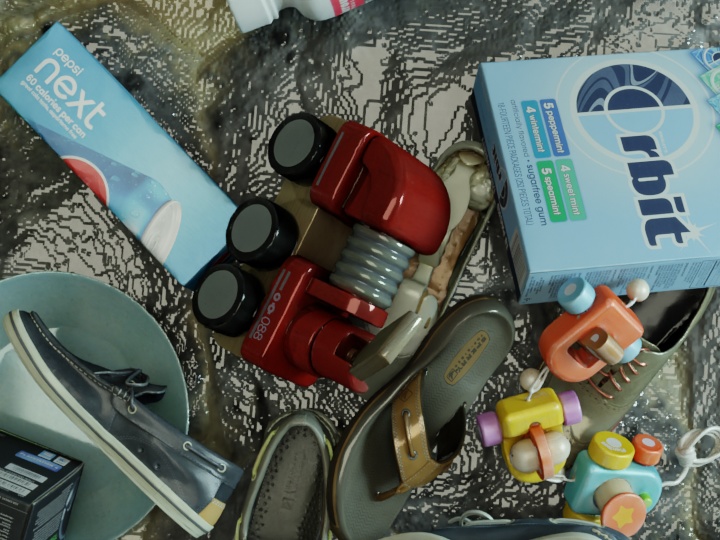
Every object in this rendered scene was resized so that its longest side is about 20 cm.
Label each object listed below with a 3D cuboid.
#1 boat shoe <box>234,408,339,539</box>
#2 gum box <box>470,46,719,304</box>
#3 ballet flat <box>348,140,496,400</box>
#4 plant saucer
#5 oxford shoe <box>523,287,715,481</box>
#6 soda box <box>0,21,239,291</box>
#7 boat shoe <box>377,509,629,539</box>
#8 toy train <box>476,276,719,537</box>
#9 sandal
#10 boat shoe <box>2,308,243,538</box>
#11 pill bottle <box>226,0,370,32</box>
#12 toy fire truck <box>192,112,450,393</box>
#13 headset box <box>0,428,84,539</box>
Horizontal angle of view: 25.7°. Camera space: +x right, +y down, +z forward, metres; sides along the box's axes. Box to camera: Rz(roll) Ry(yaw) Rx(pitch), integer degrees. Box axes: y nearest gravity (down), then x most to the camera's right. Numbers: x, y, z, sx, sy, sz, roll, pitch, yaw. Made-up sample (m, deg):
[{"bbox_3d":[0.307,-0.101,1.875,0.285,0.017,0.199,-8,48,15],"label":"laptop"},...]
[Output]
[{"bbox_3d":[-0.057,0.196,1.100,0.072,0.060,0.202,9,86,3],"label":"boat shoe"},{"bbox_3d":[0.189,-0.069,1.071,0.199,0.045,0.170,-4,60,-9],"label":"gum box"},{"bbox_3d":[0.041,-0.002,1.111,0.067,0.064,0.200,25,87,3],"label":"ballet flat"},{"bbox_3d":[-0.219,0.102,1.127,0.200,0.039,0.202,0,84,2],"label":"plant saucer"},{"bbox_3d":[0.172,0.061,1.094,0.070,0.075,0.200,37,88,4],"label":"oxford shoe"},{"bbox_3d":[-0.166,-0.079,1.127,0.068,0.064,0.200,-44,84,-2],"label":"soda box"},{"bbox_3d":[0.086,0.200,1.066,0.199,0.062,0.075,-15,90,27],"label":"boat shoe"},{"bbox_3d":[0.166,0.103,1.046,0.150,0.056,0.200,-36,122,10],"label":"toy train"},{"bbox_3d":[0.048,0.108,1.092,0.200,0.082,0.055,-50,40,-8],"label":"sandal"},{"bbox_3d":[-0.161,0.093,1.071,0.200,0.075,0.062,44,83,1],"label":"boat shoe"},{"bbox_3d":[-0.008,-0.243,1.110,0.199,0.111,0.111,-23,85,1],"label":"pill bottle"},{"bbox_3d":[0.000,0.000,1.032,0.200,0.129,0.176,26,87,39],"label":"toy fire truck"},{"bbox_3d":[-0.302,0.202,1.065,0.174,0.093,0.201,19,104,9],"label":"headset box"}]
